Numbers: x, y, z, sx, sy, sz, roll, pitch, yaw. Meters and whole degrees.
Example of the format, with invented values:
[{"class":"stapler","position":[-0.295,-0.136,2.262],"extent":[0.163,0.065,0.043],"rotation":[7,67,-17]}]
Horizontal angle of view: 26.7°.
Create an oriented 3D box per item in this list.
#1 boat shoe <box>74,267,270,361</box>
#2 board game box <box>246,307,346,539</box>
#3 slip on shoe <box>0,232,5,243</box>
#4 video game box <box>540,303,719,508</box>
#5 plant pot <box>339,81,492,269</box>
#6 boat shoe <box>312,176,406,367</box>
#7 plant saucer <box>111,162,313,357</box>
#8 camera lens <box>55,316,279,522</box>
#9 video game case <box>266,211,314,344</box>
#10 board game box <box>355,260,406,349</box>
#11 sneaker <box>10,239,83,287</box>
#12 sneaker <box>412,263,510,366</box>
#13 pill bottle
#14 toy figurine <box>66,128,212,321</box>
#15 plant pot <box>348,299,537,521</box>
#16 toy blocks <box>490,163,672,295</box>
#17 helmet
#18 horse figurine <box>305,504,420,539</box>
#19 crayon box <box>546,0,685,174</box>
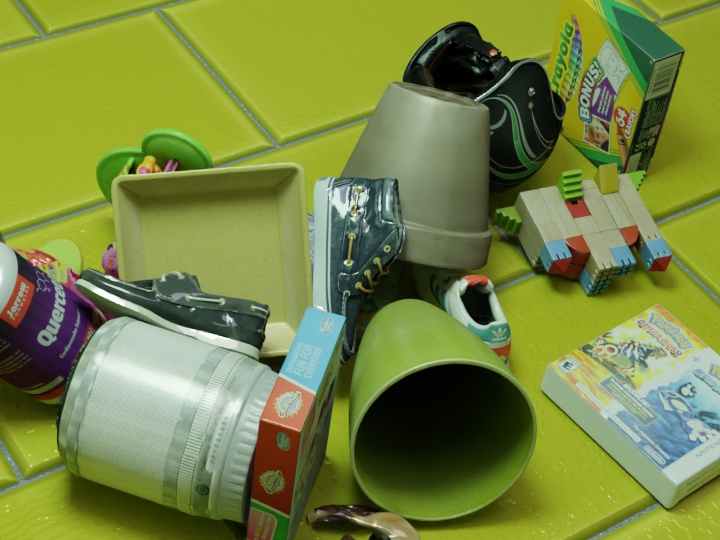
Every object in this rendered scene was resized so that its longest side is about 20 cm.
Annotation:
[{"class":"boat shoe","position":[-0.188,0.034,1.526],"extent":[0.198,0.072,0.068],"rotation":[19,74,-8]},{"class":"board game box","position":[-0.062,0.159,1.446],"extent":[0.040,0.201,0.154],"rotation":[15,43,7]},{"class":"slip on shoe","position":[-0.448,0.012,1.636],"extent":[0.075,0.061,0.200],"rotation":[21,45,13]},{"class":"video game box","position":[0.328,0.142,1.644],"extent":[0.181,0.047,0.200],"rotation":[-24,52,-33]},{"class":"plant pot","position":[0.069,-0.113,1.701],"extent":[0.198,0.175,0.200],"rotation":[14,12,-3]},{"class":"boat shoe","position":[0.000,0.000,1.586],"extent":[0.090,0.071,0.202],"rotation":[-3,86,12]},{"class":"plant saucer","position":[-0.151,-0.008,1.576],"extent":[0.198,0.202,0.048],"rotation":[-5,10,-7]},{"class":"camera lens","position":[-0.182,0.144,1.470],"extent":[0.198,0.161,0.160],"rotation":[17,44,9]},{"class":"video game case","position":[-0.075,0.007,1.686],"extent":[0.142,0.019,0.200],"rotation":[21,46,12]},{"class":"board game box","position":[-0.060,0.012,1.721],"extent":[0.198,0.034,0.135],"rotation":[15,43,7]},{"class":"sneaker","position":[-0.362,0.008,1.626],"extent":[0.078,0.091,0.200],"rotation":[21,35,17]},{"class":"sneaker","position":[0.118,0.024,1.695],"extent":[0.070,0.094,0.201],"rotation":[-9,46,-19]},{"class":"pill bottle","position":[-0.350,0.045,1.509],"extent":[0.112,0.200,0.113],"rotation":[-20,50,27]},{"class":"toy figurine","position":[-0.244,-0.029,1.645],"extent":[0.149,0.200,0.185],"rotation":[27,56,-10]},{"class":"plant pot","position":[0.065,0.117,1.544],"extent":[0.185,0.189,0.200],"rotation":[-1,29,-10]},{"class":"toy blocks","position":[0.274,-0.036,1.799],"extent":[0.198,0.100,0.137],"rotation":[-10,58,-20]},{"class":"helmet","position":[0.150,-0.187,1.855],"extent":[0.198,0.191,0.201],"rotation":[-14,48,16]},{"class":"horse figurine","position":[0.022,0.282,1.436],"extent":[0.131,0.050,0.200],"rotation":[1,36,-27]},{"class":"crayon box","position":[0.313,-0.239,1.926],"extent":[0.058,0.201,0.173],"rotation":[-21,50,-28]}]
